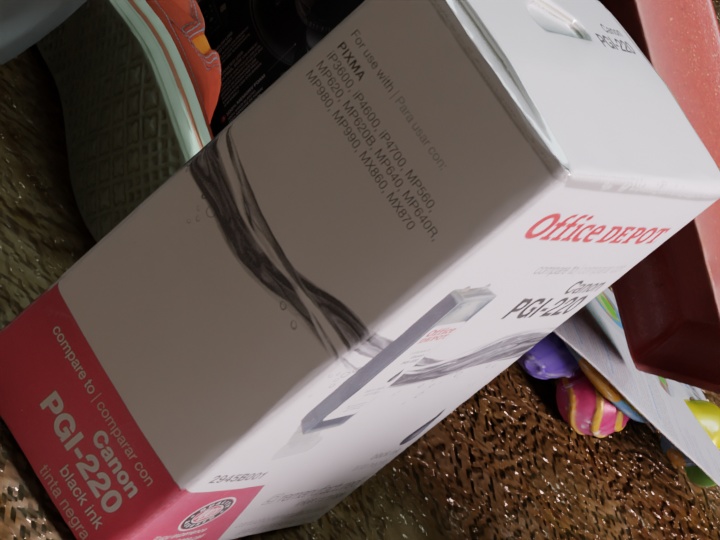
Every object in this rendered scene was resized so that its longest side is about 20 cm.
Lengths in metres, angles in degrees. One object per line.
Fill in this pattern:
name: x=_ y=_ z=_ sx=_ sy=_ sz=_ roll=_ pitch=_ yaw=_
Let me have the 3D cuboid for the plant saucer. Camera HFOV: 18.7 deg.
plant saucer: x=0.123 y=-0.054 z=0.899 sx=0.200 sy=0.037 sz=0.201 roll=-175 pitch=-110 yaw=-85

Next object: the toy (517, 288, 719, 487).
toy: x=0.113 y=0.047 z=1.038 sx=0.200 sy=0.047 sz=0.115 roll=37 pitch=20 yaw=-35

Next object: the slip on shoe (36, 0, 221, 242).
slip on shoe: x=-0.078 y=-0.068 z=0.826 sx=0.061 sy=0.074 sz=0.200 roll=13 pitch=32 yaw=-29

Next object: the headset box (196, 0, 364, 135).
headset box: x=0.006 y=-0.101 z=0.945 sx=0.077 sy=0.149 sz=0.200 roll=30 pitch=27 yaw=-37

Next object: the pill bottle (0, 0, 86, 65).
pill bottle: x=-0.177 y=-0.172 z=0.765 sx=0.200 sy=0.111 sz=0.111 roll=52 pitch=22 yaw=10

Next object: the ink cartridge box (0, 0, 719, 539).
ink cartridge box: x=0.000 y=0.000 z=0.690 sx=0.085 sy=0.200 sz=0.145 roll=55 pitch=23 yaw=17
